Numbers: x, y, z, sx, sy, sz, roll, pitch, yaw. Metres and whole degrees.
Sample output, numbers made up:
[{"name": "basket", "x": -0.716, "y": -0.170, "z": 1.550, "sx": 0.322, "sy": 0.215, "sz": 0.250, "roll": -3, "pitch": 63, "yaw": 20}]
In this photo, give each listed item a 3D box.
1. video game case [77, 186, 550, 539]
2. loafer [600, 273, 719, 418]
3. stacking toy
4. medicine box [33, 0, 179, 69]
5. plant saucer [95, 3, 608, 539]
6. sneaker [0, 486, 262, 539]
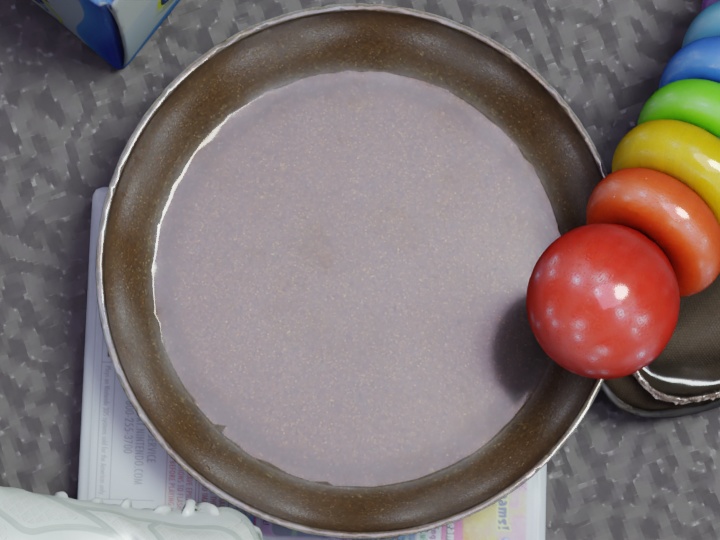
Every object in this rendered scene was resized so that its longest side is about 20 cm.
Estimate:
[{"name": "video game case", "x": -0.018, "y": 0.071, "z": 0.775, "sx": 0.180, "sy": 0.024, "sz": 0.202, "roll": 2, "pitch": 82, "yaw": -2}, {"name": "loafer", "x": 0.177, "y": -0.008, "z": 0.768, "sx": 0.199, "sy": 0.071, "sz": 0.074, "roll": -27, "pitch": 84, "yaw": -5}, {"name": "stacking toy", "x": 0.125, "y": -0.040, "z": 0.736, "sx": 0.085, "sy": 0.085, "sz": 0.200, "roll": 41, "pitch": 64, "yaw": 3}, {"name": "medicine box", "x": -0.114, "y": -0.215, "z": 0.768, "sx": 0.199, "sy": 0.103, "sz": 0.183, "roll": 38, "pitch": 83, "yaw": 4}, {"name": "plant saucer", "x": 0.000, "y": 0.000, "z": 0.759, "sx": 0.198, "sy": 0.032, "sz": 0.202, "roll": 0, "pitch": 81, "yaw": -3}, {"name": "sneaker", "x": -0.084, "y": 0.114, "z": 0.725, "sx": 0.199, "sy": 0.075, "sz": 0.081, "roll": 29, "pitch": 68, "yaw": 0}]
